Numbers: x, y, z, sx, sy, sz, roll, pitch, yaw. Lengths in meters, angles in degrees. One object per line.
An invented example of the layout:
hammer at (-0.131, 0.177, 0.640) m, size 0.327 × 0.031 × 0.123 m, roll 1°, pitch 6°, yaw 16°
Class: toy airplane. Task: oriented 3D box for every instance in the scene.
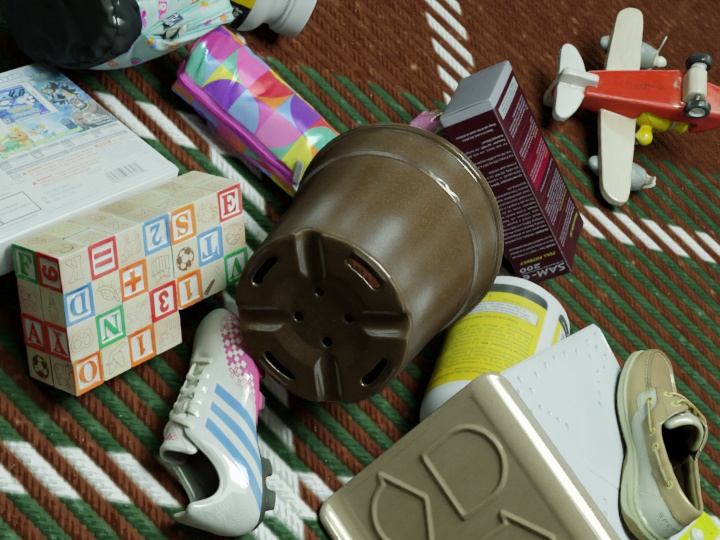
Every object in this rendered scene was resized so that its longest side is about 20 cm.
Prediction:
toy airplane at (0.312, -0.193, 1.600) m, size 0.199 × 0.141 × 0.199 m, roll -37°, pitch 67°, yaw -9°

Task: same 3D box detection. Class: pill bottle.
pill bottle at (-0.143, -0.313, 1.383) m, size 0.199 × 0.113 × 0.113 m, roll 20°, pitch 48°, yaw -20°
pill bottle at (0.118, 0.111, 1.231) m, size 0.114 × 0.114 × 0.201 m, roll 32°, pitch 45°, yaw -8°

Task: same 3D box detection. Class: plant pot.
plant pot at (0.000, 0.000, 1.148) m, size 0.200 × 0.201 × 0.198 m, roll 41°, pitch 31°, yaw 1°

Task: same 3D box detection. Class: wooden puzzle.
wooden puzzle at (0.090, 0.210, 1.099) m, size 0.186 × 0.200 × 0.046 m, roll 55°, pitch 19°, yaw 14°

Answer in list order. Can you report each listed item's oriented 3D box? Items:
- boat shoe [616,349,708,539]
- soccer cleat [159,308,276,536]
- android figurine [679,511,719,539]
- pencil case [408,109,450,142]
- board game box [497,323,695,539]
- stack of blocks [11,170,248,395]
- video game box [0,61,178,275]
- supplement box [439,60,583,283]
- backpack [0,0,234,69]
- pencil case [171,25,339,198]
boat shoe at (0.269, 0.146, 1.188) m, size 0.074 × 0.066 × 0.201 m, roll 37°, pitch 40°, yaw -29°
soccer cleat at (-0.122, 0.115, 1.096) m, size 0.086 × 0.070 × 0.201 m, roll 10°, pitch 53°, yaw -32°
android figurine at (0.323, 0.302, 1.271) m, size 0.181 × 0.041 × 0.201 m, roll -27°, pitch 78°, yaw -43°
pencil case at (0.078, -0.068, 1.367) m, size 0.082 × 0.087 × 0.201 m, roll -2°, pitch 50°, yaw 8°
board game box at (0.200, 0.160, 1.173) m, size 0.199 × 0.026 × 0.201 m, roll -18°, pitch 79°, yaw -55°
stack of blocks at (-0.180, 0.005, 1.106) m, size 0.058 × 0.116 × 0.199 m, roll 15°, pitch 29°, yaw 36°
video game box at (-0.285, -0.090, 1.132) m, size 0.182 × 0.047 × 0.199 m, roll 41°, pitch 42°, yaw 21°
supplement box at (0.157, -0.098, 1.384) m, size 0.201 × 0.060 × 0.109 m, roll 61°, pitch 27°, yaw -19°
backpack at (-0.207, -0.253, 1.231) m, size 0.200 × 0.166 × 0.128 m, roll -36°, pitch 124°, yaw -47°
pencil case at (-0.091, -0.143, 1.311) m, size 0.200 × 0.089 × 0.088 m, roll 43°, pitch 44°, yaw 4°
